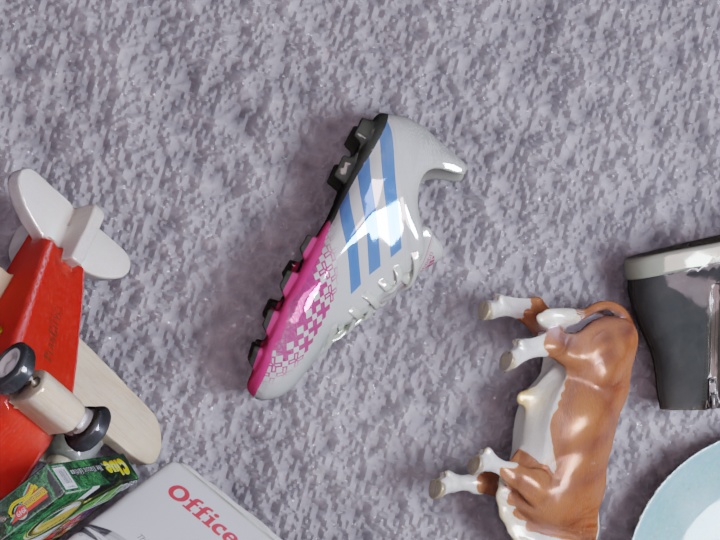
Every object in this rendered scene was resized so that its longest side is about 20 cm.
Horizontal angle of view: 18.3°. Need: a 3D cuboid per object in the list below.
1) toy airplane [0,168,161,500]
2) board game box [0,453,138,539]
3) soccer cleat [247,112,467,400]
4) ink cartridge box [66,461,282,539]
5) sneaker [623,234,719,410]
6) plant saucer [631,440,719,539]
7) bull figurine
[{"bbox_3d":[-0.214,0.042,1.331,0.141,0.199,0.201,-30,82,26],"label":"toy airplane"},{"bbox_3d":[-0.225,0.171,1.268,0.200,0.105,0.024,-37,77,14],"label":"board game box"},{"bbox_3d":[0.000,0.000,1.391,0.086,0.070,0.201,27,85,-4],"label":"soccer cleat"},{"bbox_3d":[-0.128,0.224,1.295,0.145,0.084,0.200,37,47,19],"label":"ink cartridge box"},{"bbox_3d":[0.274,0.024,1.426,0.199,0.075,0.107,-11,94,2],"label":"sneaker"},{"bbox_3d":[0.263,0.201,1.429,0.200,0.039,0.202,0,88,-7],"label":"plant saucer"},{"bbox_3d":[0.116,0.111,1.396,0.121,0.065,0.201,19,79,-30],"label":"bull figurine"}]
